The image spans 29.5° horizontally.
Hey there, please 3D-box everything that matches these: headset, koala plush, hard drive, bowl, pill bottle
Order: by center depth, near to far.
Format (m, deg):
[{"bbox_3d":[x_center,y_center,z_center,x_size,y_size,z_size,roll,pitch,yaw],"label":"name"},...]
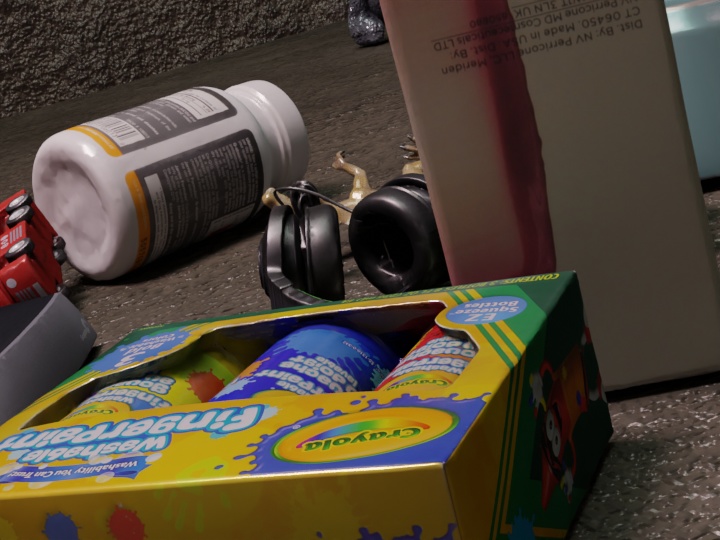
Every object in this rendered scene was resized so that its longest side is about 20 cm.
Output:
[{"bbox_3d":[-0.230,0.065,0.754,0.134,0.042,0.200,-13,14,8],"label":"hard drive"},{"bbox_3d":[0.000,0.000,0.766,0.123,0.094,0.200,-15,29,-17],"label":"headset"},{"bbox_3d":[0.208,-0.128,0.916,0.200,0.105,0.201,-11,12,2],"label":"bowl"},{"bbox_3d":[-0.142,-0.077,1.058,0.116,0.117,0.200,1,20,46],"label":"pill bottle"},{"bbox_3d":[0.093,-0.455,2.196,0.177,0.184,0.200,-24,29,-32],"label":"koala plush"}]

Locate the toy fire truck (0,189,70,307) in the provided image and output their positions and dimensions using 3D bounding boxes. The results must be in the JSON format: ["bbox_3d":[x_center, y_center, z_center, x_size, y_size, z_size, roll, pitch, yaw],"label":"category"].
[{"bbox_3d":[-0.280,0.008,0.969,0.141,0.049,0.200,-33,26,1],"label":"toy fire truck"}]

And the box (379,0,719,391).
[{"bbox_3d":[0.084,-0.059,0.592,0.109,0.201,0.128,-12,14,10],"label":"box"}]

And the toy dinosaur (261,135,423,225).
[{"bbox_3d":[0.034,-0.043,0.917,0.199,0.058,0.101,-3,31,-4],"label":"toy dinosaur"}]

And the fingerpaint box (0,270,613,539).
[{"bbox_3d":[-0.030,0.068,0.481,0.199,0.074,0.167,-8,16,25],"label":"fingerpaint box"}]
